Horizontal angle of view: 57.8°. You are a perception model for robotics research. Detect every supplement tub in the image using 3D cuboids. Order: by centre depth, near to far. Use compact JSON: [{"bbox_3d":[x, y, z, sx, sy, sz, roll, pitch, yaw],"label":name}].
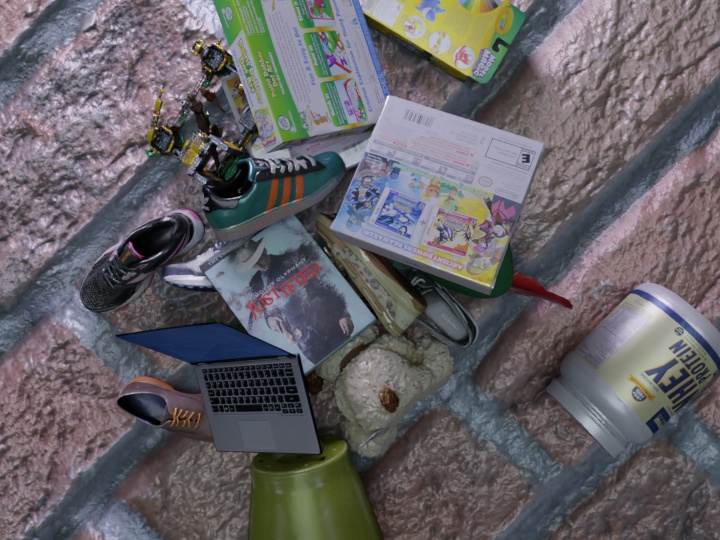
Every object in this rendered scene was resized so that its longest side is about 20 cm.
[{"bbox_3d":[0.359,0.132,0.859,0.145,0.145,0.200,45,93,-1],"label":"supplement tub"}]

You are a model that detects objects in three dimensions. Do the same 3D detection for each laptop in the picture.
[{"bbox_3d":[-0.171,0.151,0.795,0.186,0.116,0.201,-9,97,35],"label":"laptop"}]

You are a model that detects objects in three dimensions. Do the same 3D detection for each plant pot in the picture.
[{"bbox_3d":[-0.065,0.327,0.850,0.199,0.200,0.194,-9,96,2],"label":"plant pot"}]

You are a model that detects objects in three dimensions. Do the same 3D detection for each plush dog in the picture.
[{"bbox_3d":[0.002,0.131,0.883,0.172,0.160,0.200,42,92,26],"label":"plush dog"}]

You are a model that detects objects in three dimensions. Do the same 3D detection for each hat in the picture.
[{"bbox_3d":[0.165,0.030,0.860,0.199,0.166,0.177,-20,102,16],"label":"hat"}]

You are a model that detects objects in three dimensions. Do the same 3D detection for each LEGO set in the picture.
[{"bbox_3d":[-0.199,-0.203,0.851,0.154,0.116,0.200,43,98,1],"label":"LEGO set"}]

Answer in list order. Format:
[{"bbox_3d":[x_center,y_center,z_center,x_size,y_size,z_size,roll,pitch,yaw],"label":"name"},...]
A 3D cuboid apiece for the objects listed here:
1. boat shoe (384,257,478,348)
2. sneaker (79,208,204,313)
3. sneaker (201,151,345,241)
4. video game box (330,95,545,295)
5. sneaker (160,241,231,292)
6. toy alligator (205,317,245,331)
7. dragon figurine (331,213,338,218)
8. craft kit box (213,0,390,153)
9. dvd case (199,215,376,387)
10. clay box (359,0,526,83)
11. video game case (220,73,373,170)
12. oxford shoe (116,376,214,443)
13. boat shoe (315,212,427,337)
[{"bbox_3d":[0.084,0.031,0.895,0.200,0.071,0.072,37,95,5],"label":"boat shoe"},{"bbox_3d":[-0.314,-0.019,0.899,0.200,0.086,0.080,-42,90,4],"label":"sneaker"},{"bbox_3d":[-0.110,-0.116,0.843,0.199,0.071,0.080,-31,127,-17],"label":"sneaker"},{"bbox_3d":[0.091,-0.090,0.764,0.199,0.047,0.183,21,77,13],"label":"video game box"},{"bbox_3d":[-0.177,-0.017,0.910,0.198,0.077,0.086,-5,83,-5],"label":"sneaker"},{"bbox_3d":[-0.138,0.135,0.922,0.200,0.059,0.054,49,53,-1],"label":"toy alligator"},{"bbox_3d":[0.056,-0.116,0.896,0.198,0.059,0.100,-5,91,-3],"label":"dragon figurine"},{"bbox_3d":[-0.063,-0.263,0.820,0.197,0.048,0.201,-20,93,-41],"label":"craft kit box"},{"bbox_3d":[-0.096,0.030,0.852,0.146,0.022,0.200,-36,77,-10],"label":"dvd case"},{"bbox_3d":[0.111,-0.346,0.888,0.199,0.048,0.115,31,94,-2],"label":"clay box"},{"bbox_3d":[-0.071,-0.218,0.913,0.199,0.023,0.183,-22,93,4],"label":"video game case"},{"bbox_3d":[-0.245,0.207,0.916,0.199,0.073,0.072,14,93,0],"label":"oxford shoe"},{"bbox_3d":[0.000,0.000,0.864,0.200,0.073,0.063,46,104,25],"label":"boat shoe"}]
